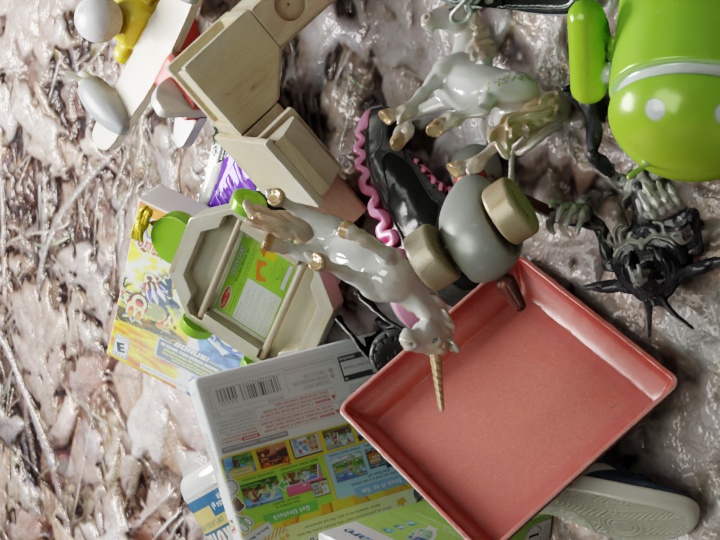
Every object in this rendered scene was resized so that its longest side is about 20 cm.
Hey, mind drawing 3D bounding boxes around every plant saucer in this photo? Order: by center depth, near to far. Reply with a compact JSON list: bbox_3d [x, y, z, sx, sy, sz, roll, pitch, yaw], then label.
[{"bbox_3d":[0.116,0.107,1.301,0.200,0.200,0.037,41,167,42],"label":"plant saucer"}]

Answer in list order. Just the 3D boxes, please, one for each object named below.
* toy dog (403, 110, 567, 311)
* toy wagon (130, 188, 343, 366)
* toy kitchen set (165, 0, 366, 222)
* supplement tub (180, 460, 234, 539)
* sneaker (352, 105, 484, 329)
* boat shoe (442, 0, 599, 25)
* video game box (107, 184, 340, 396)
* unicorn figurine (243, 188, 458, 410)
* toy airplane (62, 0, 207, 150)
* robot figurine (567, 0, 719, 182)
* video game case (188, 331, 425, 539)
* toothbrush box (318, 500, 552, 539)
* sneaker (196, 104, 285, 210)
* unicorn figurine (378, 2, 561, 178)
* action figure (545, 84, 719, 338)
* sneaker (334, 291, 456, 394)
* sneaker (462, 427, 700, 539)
[{"bbox_3d":[0.105,-0.033,1.298,0.132,0.200,0.096,-22,109,36],"label":"toy dog"},{"bbox_3d":[-0.112,0.000,1.481,0.200,0.040,0.155,33,123,11],"label":"toy wagon"},{"bbox_3d":[-0.026,-0.153,1.429,0.200,0.180,0.163,50,170,-18],"label":"toy kitchen set"},{"bbox_3d":[-0.055,0.239,1.489,0.145,0.145,0.200,-34,85,43],"label":"supplement tub"},{"bbox_3d":[0.056,-0.052,1.412,0.095,0.079,0.201,-19,77,18],"label":"sneaker"},{"bbox_3d":[0.088,-0.233,1.293,0.199,0.068,0.074,22,138,12],"label":"boat shoe"},{"bbox_3d":[-0.131,0.041,1.560,0.200,0.047,0.183,25,119,14],"label":"video game box"},{"bbox_3d":[0.000,0.000,1.296,0.074,0.137,0.200,-48,48,12],"label":"unicorn figurine"},{"bbox_3d":[-0.198,-0.211,1.546,0.199,0.141,0.201,8,85,61],"label":"toy airplane"},{"bbox_3d":[0.232,-0.150,1.142,0.175,0.116,0.201,3,70,17],"label":"robot figurine"},{"bbox_3d":[-0.031,0.158,1.431,0.023,0.199,0.183,-36,70,61],"label":"video game case"},{"bbox_3d":[0.057,0.272,1.356,0.086,0.200,0.146,19,108,43],"label":"toothbrush box"},{"bbox_3d":[-0.098,-0.062,1.556,0.099,0.069,0.201,26,115,38],"label":"sneaker"},{"bbox_3d":[0.082,-0.148,1.323,0.200,0.137,0.074,38,159,32],"label":"unicorn figurine"},{"bbox_3d":[0.198,-0.049,1.235,0.119,0.102,0.201,-14,84,34],"label":"action figure"},{"bbox_3d":[0.064,0.095,1.418,0.200,0.104,0.060,39,91,-3],"label":"sneaker"},{"bbox_3d":[0.172,0.153,1.308,0.199,0.085,0.075,10,146,20],"label":"sneaker"}]
